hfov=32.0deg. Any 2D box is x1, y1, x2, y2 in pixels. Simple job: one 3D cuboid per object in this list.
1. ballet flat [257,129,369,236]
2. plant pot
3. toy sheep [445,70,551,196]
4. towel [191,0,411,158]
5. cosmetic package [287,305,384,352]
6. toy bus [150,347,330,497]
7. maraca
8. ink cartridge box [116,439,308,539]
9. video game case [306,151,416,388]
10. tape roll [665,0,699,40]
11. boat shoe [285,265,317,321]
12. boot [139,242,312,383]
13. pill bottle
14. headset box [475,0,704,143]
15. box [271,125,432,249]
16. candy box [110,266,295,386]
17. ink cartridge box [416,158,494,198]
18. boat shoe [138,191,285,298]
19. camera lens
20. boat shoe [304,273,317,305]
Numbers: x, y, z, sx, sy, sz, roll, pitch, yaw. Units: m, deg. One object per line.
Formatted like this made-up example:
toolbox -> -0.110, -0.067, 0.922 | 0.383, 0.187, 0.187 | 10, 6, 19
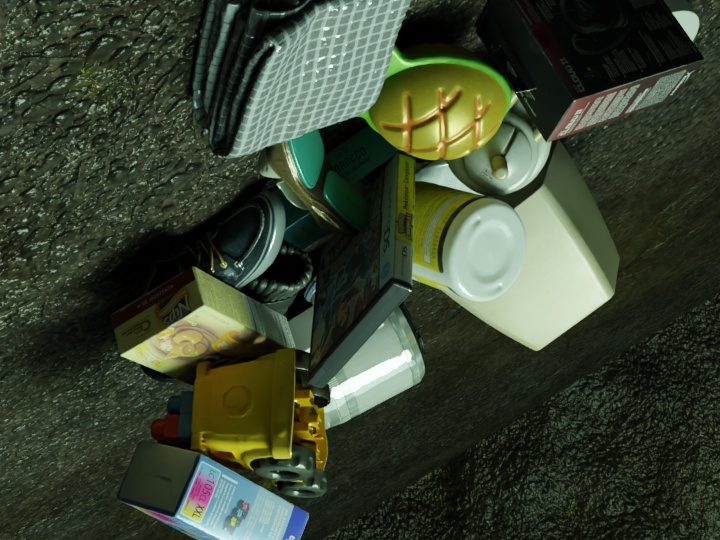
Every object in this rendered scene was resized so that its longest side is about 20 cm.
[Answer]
ballet flat -> -0.060, -0.101, 1.286 | 0.071, 0.069, 0.200 | 0, 151, 28
plant pot -> 0.232, -0.019, 1.652 | 0.199, 0.177, 0.200 | -39, -172, 26
toy sheep -> 0.150, -0.148, 1.377 | 0.137, 0.138, 0.200 | -36, -166, 20
towel -> -0.050, -0.187, 1.074 | 0.164, 0.086, 0.201 | -21, 159, -26
cosmetic package -> -0.069, 0.091, 1.580 | 0.199, 0.051, 0.083 | -32, 156, -5
toy bus -> -0.133, 0.181, 1.428 | 0.189, 0.138, 0.200 | -5, 155, 9
maraca -> 0.058, -0.173, 1.248 | 0.198, 0.108, 0.137 | 12, 141, -27
ink cartridge box -> -0.154, 0.270, 1.406 | 0.199, 0.077, 0.136 | 34, 160, -34
video game case -> 0.000, 0.000, 1.347 | 0.025, 0.183, 0.200 | 20, 138, -20
tape roll -> 0.312, -0.255, 1.506 | 0.201, 0.037, 0.203 | -27, 161, -10
boat shoe -> -0.032, 0.008, 1.628 | 0.199, 0.071, 0.064 | -37, 162, -5
boot -> -0.164, 0.046, 1.502 | 0.209, 0.080, 0.158 | -26, 164, -27
pill bottle -> 0.084, -0.040, 1.409 | 0.110, 0.113, 0.199 | -17, -159, -31
headset box -> 0.225, -0.228, 1.276 | 0.198, 0.150, 0.077 | -21, 159, -27
box -> -0.009, -0.104, 1.398 | 0.199, 0.050, 0.082 | -33, 161, 10
candy box -> -0.170, 0.072, 1.394 | 0.114, 0.056, 0.200 | -29, 152, 17
ink cartridge box -> 0.075, -0.109, 1.546 | 0.197, 0.058, 0.163 | -5, 157, -6
boat shoe -> -0.163, -0.011, 1.373 | 0.090, 0.071, 0.200 | 0, 143, -44
camera lens -> -0.017, 0.121, 1.781 | 0.198, 0.161, 0.160 | -27, 161, -9
boat shoe -> 0.025, -0.002, 1.526 | 0.199, 0.073, 0.072 | -31, 167, -17
